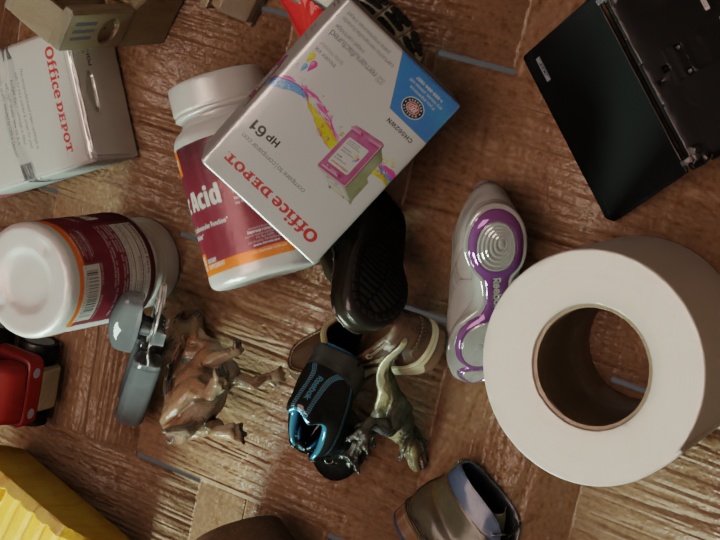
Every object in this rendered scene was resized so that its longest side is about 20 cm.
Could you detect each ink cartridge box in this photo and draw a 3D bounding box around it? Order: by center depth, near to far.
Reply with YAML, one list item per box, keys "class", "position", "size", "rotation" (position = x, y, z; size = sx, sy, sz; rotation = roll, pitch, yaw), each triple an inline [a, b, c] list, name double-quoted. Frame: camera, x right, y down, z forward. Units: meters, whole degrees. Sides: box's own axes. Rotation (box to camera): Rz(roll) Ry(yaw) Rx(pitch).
- class: "ink cartridge box"
  position: [-0.029, -0.129, 1.434]
  size: [0.144, 0.085, 0.200]
  rotation: [41, 100, -12]
- class: "ink cartridge box"
  position: [-0.350, -0.167, 1.696]
  size: [0.198, 0.085, 0.147]
  rotation: [-13, 90, 31]

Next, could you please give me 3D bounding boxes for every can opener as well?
- class: "can opener"
  position: [-0.236, 0.085, 1.628]
  size: [0.066, 0.054, 0.201]
  rotation: [13, 138, -12]

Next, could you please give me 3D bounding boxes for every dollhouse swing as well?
- class: "dollhouse swing"
  position: [-0.371, 0.318, 1.724]
  size: [0.199, 0.182, 0.177]
  rotation: [36, 91, 20]

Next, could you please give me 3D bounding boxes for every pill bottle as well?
- class: "pill bottle"
  position: [-0.118, -0.091, 1.553]
  size: [0.113, 0.114, 0.202]
  rotation: [-17, 87, 29]
- class: "pill bottle"
  position: [-0.278, 0.000, 1.610]
  size: [0.113, 0.199, 0.116]
  rotation: [3, 97, 27]

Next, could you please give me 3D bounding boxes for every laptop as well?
- class: "laptop"
  position: [0.271, -0.171, 1.401]
  size: [0.198, 0.103, 0.179]
  rotation: [-27, 83, 2]

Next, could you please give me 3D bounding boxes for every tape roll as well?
- class: "tape roll"
  position: [0.224, 0.075, 1.381]
  size: [0.201, 0.139, 0.205]
  rotation: [4, 98, 27]

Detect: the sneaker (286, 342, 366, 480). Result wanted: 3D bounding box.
- class: "sneaker"
  position: [-0.041, 0.151, 1.516]
  size: [0.073, 0.082, 0.201]
  rotation: [25, 148, 21]

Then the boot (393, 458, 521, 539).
- class: "boot"
  position: [0.121, 0.275, 1.497]
  size: [0.200, 0.074, 0.097]
  rotation: [48, 118, 17]

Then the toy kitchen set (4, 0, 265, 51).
- class: "toy kitchen set"
  position: [-0.200, -0.301, 1.544]
  size: [0.163, 0.180, 0.201]
  rotation: [39, 116, 18]

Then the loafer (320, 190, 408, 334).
- class: "loafer"
  position: [0.000, 0.000, 1.474]
  size: [0.071, 0.201, 0.073]
  rotation: [-34, 111, 25]

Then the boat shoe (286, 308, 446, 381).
- class: "boat shoe"
  position: [-0.010, 0.065, 1.516]
  size: [0.201, 0.075, 0.075]
  rotation: [-17, 53, 45]

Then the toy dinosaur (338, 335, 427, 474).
- class: "toy dinosaur"
  position: [0.021, 0.142, 1.477]
  size: [0.047, 0.201, 0.088]
  rotation: [33, 65, 27]

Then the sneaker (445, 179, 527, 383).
- class: "sneaker"
  position: [0.119, 0.011, 1.478]
  size: [0.074, 0.100, 0.202]
  rotation: [3, 120, -6]

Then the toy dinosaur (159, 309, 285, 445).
- class: "toy dinosaur"
  position: [-0.168, 0.126, 1.596]
  size: [0.134, 0.201, 0.086]
  rotation: [-14, 119, 30]

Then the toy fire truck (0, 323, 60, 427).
- class: "toy fire truck"
  position: [-0.444, 0.098, 1.711]
  size: [0.174, 0.199, 0.130]
  rotation: [19, 105, 25]

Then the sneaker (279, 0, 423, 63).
- class: "sneaker"
  position: [-0.016, -0.232, 1.528]
  size: [0.200, 0.077, 0.085]
  rotation: [50, 135, 15]

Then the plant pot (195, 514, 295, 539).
- class: "plant pot"
  position: [-0.099, 0.357, 1.582]
  size: [0.186, 0.186, 0.202]
  rotation: [-29, 67, 28]
